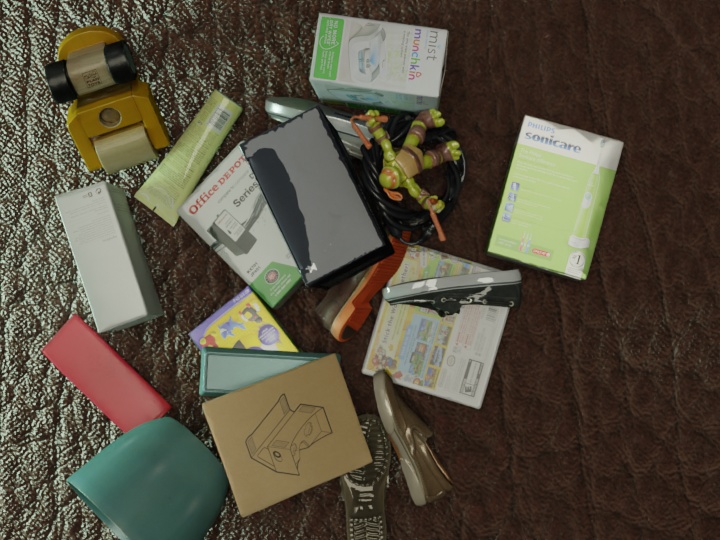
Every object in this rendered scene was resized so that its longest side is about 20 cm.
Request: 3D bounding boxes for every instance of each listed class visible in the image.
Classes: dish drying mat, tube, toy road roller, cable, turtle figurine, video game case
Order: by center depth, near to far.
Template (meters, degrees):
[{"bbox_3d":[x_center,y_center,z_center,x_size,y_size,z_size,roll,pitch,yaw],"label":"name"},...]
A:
[{"bbox_3d":[0.071,-0.139,1.530,0.200,0.161,0.064,51,136,-2],"label":"turtle figurine"},{"bbox_3d":[0.076,-0.140,1.606,0.163,0.051,0.200,50,54,-13],"label":"cable"},{"bbox_3d":[-0.362,-0.257,1.653,0.122,0.146,0.201,-17,125,2],"label":"toy road roller"},{"bbox_3d":[0.115,0.078,1.655,0.180,0.023,0.202,17,90,3],"label":"video game case"},{"bbox_3d":[-0.247,-0.168,1.669,0.052,0.058,0.201,31,95,-39],"label":"tube"},{"bbox_3d":[-0.372,0.159,1.678,0.200,0.018,0.077,43,90,4],"label":"dish drying mat"}]

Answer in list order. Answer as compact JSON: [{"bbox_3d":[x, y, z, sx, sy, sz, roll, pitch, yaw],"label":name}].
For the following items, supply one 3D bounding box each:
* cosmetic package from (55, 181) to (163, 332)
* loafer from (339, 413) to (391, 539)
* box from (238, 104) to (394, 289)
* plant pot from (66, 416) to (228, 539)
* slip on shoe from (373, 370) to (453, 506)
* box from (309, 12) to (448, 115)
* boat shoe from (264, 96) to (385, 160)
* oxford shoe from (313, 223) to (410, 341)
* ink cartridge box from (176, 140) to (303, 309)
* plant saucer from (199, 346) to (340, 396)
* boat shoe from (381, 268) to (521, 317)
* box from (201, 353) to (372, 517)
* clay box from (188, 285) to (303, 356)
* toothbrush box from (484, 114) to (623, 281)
[{"bbox_3d":[-0.356,-0.017,1.636,0.080,0.113,0.202,-17,86,2],"label":"cosmetic package"},{"bbox_3d":[0.004,0.307,1.634,0.075,0.068,0.202,5,72,-5],"label":"loafer"},{"bbox_3d":[-0.051,-0.088,1.492,0.117,0.200,0.198,-26,86,4],"label":"box"},{"bbox_3d":[-0.279,0.303,1.588,0.200,0.201,0.161,43,70,3],"label":"plant pot"},{"bbox_3d":[0.073,0.233,1.625,0.060,0.076,0.202,-20,91,7],"label":"slip on shoe"},{"bbox_3d":[0.029,-0.280,1.580,0.175,0.200,0.098,9,90,2],"label":"box"},{"bbox_3d":[-0.047,-0.198,1.650,0.198,0.072,0.066,16,111,3],"label":"boat shoe"},{"bbox_3d":[0.000,0.000,1.631,0.073,0.071,0.201,37,99,26],"label":"oxford shoe"},{"bbox_3d":[-0.143,-0.065,1.640,0.200,0.083,0.147,44,90,4],"label":"ink cartridge box"},{"bbox_3d":[-0.129,0.148,1.619,0.198,0.019,0.071,3,87,1],"label":"plant saucer"},{"bbox_3d":[0.131,0.036,1.611,0.198,0.069,0.057,-6,89,1],"label":"boat shoe"},{"bbox_3d":[-0.099,0.225,1.580,0.199,0.021,0.165,-20,90,-14],"label":"box"},{"bbox_3d":[-0.142,0.135,1.653,0.115,0.048,0.200,-38,87,1],"label":"clay box"},{"bbox_3d":[0.271,-0.100,1.620,0.144,0.086,0.202,15,90,3],"label":"toothbrush box"}]
